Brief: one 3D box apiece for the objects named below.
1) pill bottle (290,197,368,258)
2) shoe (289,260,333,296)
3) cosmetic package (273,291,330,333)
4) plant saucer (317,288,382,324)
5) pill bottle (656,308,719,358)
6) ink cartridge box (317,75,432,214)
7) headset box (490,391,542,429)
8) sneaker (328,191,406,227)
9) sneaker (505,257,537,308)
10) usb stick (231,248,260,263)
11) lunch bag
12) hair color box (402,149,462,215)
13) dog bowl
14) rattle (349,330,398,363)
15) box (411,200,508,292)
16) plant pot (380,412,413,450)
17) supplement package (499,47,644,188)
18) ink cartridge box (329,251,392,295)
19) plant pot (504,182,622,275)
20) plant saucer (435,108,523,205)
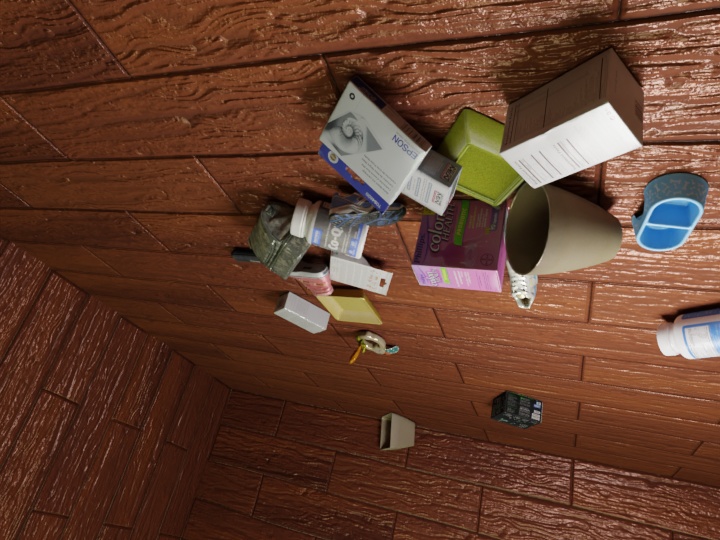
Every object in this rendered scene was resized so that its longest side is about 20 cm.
[{"bbox_3d":[-0.078,-0.113,1.366,0.192,0.117,0.115,16,154,0],"label":"pill bottle"},{"bbox_3d":[-0.173,0.027,1.688,0.194,0.071,0.094,7,126,37],"label":"shoe"},{"bbox_3d":[-0.227,0.166,2.039,0.197,0.073,0.100,31,150,-26],"label":"cosmetic package"},{"bbox_3d":[-0.034,0.120,1.862,0.193,0.050,0.201,4,151,27],"label":"plant saucer"},{"bbox_3d":[0.866,0.161,1.326,0.110,0.116,0.198,29,152,-25],"label":"pill bottle"},{"bbox_3d":[0.013,-0.231,1.027,0.198,0.041,0.201,41,135,3],"label":"ink cartridge box"},{"bbox_3d":[0.693,0.629,2.349,0.168,0.096,0.202,16,154,1],"label":"headset box"},{"bbox_3d":[0.018,-0.156,1.281,0.191,0.080,0.076,1,152,-9],"label":"sneaker"},{"bbox_3d":[0.422,0.023,1.364,0.074,0.083,0.201,1,149,31],"label":"sneaker"},{"bbox_3d":[-0.343,-0.045,1.750,0.193,0.034,0.056,5,151,23],"label":"usb stick"},{"bbox_3d":[-0.228,-0.091,1.486,0.166,0.141,0.200,38,150,-6],"label":"lunch bag"},{"bbox_3d":[0.103,-0.208,1.073,0.196,0.061,0.100,32,157,12],"label":"hair color box"},{"bbox_3d":[0.608,-0.107,1.038,0.107,0.051,0.202,8,153,16],"label":"dog bowl"},{"bbox_3d":[0.061,0.343,2.140,0.128,0.146,0.199,-30,124,33],"label":"rattle"},{"bbox_3d":[0.234,-0.061,1.206,0.193,0.182,0.097,4,153,25],"label":"box"},{"bbox_3d":[0.237,1.014,3.270,0.170,0.207,0.201,10,156,-13],"label":"plant pot"},{"bbox_3d":[0.344,-0.241,0.866,0.108,0.117,0.197,31,152,-27],"label":"supplement package"},{"bbox_3d":[0.000,0.000,1.619,0.192,0.052,0.162,13,154,1],"label":"ink cartridge box"},{"bbox_3d":[0.429,-0.076,1.086,0.192,0.195,0.188,6,156,-10],"label":"plant pot"},{"bbox_3d":[0.250,-0.209,1.060,0.193,0.049,0.200,21,153,-8],"label":"plant saucer"}]
